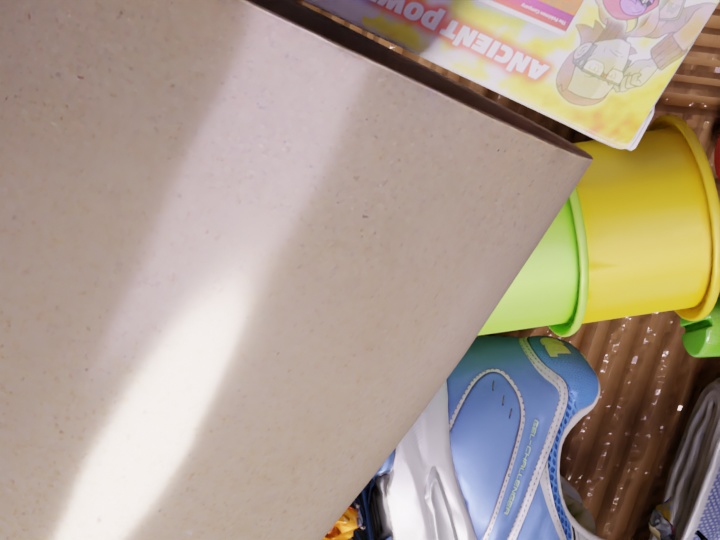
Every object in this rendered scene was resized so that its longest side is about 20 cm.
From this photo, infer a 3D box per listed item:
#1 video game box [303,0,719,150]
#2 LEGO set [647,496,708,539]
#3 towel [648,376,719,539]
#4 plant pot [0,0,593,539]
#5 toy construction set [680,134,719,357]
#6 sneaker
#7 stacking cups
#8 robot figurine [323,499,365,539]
[{"bbox_3d":[0.035,-0.147,0.715,0.199,0.047,0.183,23,106,-29],"label":"video game box"},{"bbox_3d":[0.136,0.173,0.838,0.115,0.154,0.201,-31,133,-4],"label":"LEGO set"},{"bbox_3d":[0.176,0.105,0.927,0.199,0.024,0.148,5,114,-25],"label":"towel"},{"bbox_3d":[-0.072,0.021,0.663,0.187,0.187,0.201,23,97,-30],"label":"plant pot"},{"bbox_3d":[0.158,-0.017,0.778,0.092,0.132,0.201,12,127,-30],"label":"toy construction set"},{"bbox_3d":[0.041,0.107,0.845,0.077,0.076,0.201,-15,126,-12],"label":"sneaker"},{"bbox_3d":[0.000,0.000,0.776,0.199,0.061,0.061,-9,121,-16],"label":"stacking cups"},{"bbox_3d":[-0.096,0.094,0.792,0.199,0.058,0.146,-20,132,-8],"label":"robot figurine"}]
